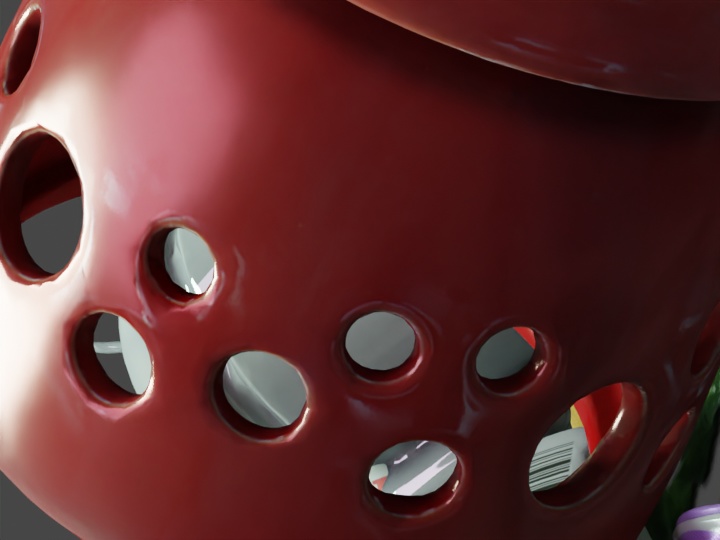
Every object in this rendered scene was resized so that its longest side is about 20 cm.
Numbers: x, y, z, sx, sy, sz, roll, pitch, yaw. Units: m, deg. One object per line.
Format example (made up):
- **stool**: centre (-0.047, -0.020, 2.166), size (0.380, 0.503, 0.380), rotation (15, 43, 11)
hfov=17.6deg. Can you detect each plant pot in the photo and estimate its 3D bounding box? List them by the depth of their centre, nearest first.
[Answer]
- **plant pot**: centre (0.007, -0.040, 0.568), size (0.201, 0.199, 0.183), rotation (-115, 37, -49)

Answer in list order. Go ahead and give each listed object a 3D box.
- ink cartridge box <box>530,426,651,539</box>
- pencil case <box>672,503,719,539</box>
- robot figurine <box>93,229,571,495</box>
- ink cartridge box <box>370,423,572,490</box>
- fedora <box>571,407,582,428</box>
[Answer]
- **ink cartridge box**: centre (0.088, 0.172, 0.705), size (0.201, 0.057, 0.163), rotation (57, -158, -19)
- **pencil case**: centre (0.140, 0.164, 0.694), size (0.085, 0.084, 0.202), rotation (-12, 76, 31)
- **robot figurine**: centre (0.000, 0.000, 0.773), size (0.200, 0.113, 0.170), rotation (-36, 75, 21)
- **ink cartridge box**: centre (0.025, 0.160, 0.842), size (0.144, 0.084, 0.201), rotation (-22, 75, 25)
- **fedora**: centre (0.035, 0.125, 0.954), size (0.200, 0.081, 0.202), rotation (-178, 90, -68)
